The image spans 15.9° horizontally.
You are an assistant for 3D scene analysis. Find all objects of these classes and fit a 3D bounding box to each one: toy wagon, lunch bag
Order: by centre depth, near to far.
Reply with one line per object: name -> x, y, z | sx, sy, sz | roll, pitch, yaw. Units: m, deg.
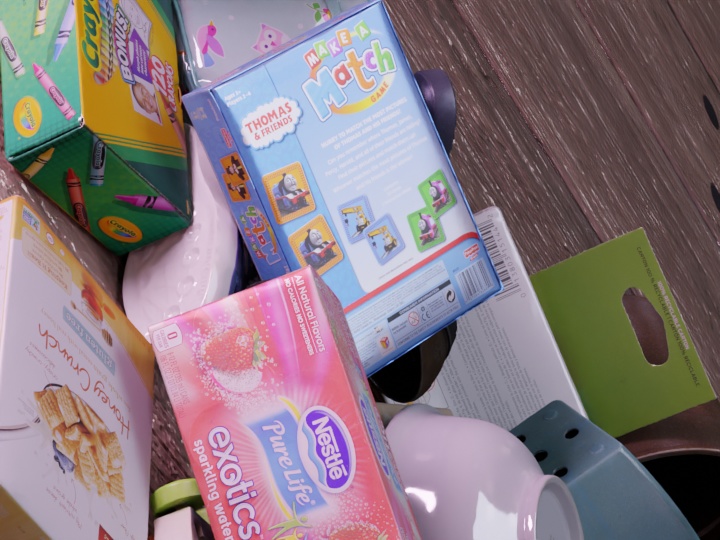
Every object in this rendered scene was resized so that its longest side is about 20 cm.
toy wagon -> -0.079, 0.193, 1.402 | 0.200, 0.039, 0.156 | 57, 13, -69
lunch bag -> -0.064, -0.172, 1.731 | 0.077, 0.159, 0.201 | 118, -39, -56

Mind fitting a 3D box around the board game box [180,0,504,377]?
board game box -> -0.008, -0.046, 1.583 | 0.151, 0.036, 0.201 | -31, 103, -36

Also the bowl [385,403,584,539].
bowl -> 0.082, 0.178, 1.592 | 0.201, 0.090, 0.203 | -8, 90, -67

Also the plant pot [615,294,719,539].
plant pot -> 0.214, 0.141, 2.087 | 0.200, 0.199, 0.199 | 48, 19, -42

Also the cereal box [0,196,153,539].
cereal box -> -0.161, 0.079, 1.361 | 0.144, 0.039, 0.201 | 53, 24, -41

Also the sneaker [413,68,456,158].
sneaker -> -0.006, -0.056, 1.689 | 0.081, 0.201, 0.071 | 6, 46, -27

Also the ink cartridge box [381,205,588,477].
ink cartridge box -> 0.059, 0.079, 1.851 | 0.201, 0.175, 0.045 | 67, -21, 0

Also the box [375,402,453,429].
box -> -0.004, 0.136, 1.652 | 0.200, 0.094, 0.078 | 14, 55, -67

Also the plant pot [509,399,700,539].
plant pot -> 0.158, 0.203, 1.802 | 0.141, 0.141, 0.201 | 36, -26, 56

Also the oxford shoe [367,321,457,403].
oxford shoe -> 0.000, 0.000, 1.640 | 0.201, 0.072, 0.085 | 56, 31, -25

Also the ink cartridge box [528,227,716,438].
ink cartridge box -> 0.143, 0.073, 1.935 | 0.149, 0.199, 0.076 | 66, 20, 0

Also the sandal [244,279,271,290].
sandal -> -0.059, 0.106, 1.512 | 0.045, 0.075, 0.202 | 0, 91, -67

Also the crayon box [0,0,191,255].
crayon box -> -0.164, -0.125, 1.574 | 0.119, 0.058, 0.201 | 44, 30, -48

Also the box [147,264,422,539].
box -> -0.032, 0.113, 1.417 | 0.095, 0.102, 0.201 | 53, 18, -74

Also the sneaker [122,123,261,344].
sneaker -> -0.077, 0.012, 1.613 | 0.147, 0.080, 0.201 | 46, 23, -35
